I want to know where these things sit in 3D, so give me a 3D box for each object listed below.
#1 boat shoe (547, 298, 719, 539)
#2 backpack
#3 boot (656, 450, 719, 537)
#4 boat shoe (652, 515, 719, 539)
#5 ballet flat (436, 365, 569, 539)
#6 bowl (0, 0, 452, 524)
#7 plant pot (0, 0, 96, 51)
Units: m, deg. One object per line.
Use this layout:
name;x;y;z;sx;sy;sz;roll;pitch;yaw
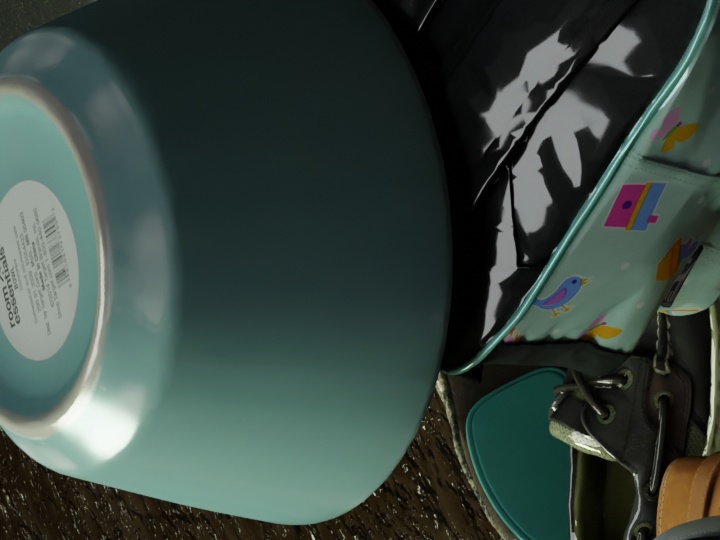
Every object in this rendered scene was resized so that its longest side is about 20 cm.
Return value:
boat shoe;0.108;0.061;0.946;0.072;0.065;0.203;-156;60;-65
backpack;0.074;-0.082;0.804;0.176;0.152;0.201;54;132;35
boot;0.163;0.076;0.852;0.155;0.076;0.202;-167;65;-67
boat shoe;0.175;0.105;0.735;0.198;0.060;0.076;-16;101;22
ballet flat;0.065;0.055;1.086;0.201;0.067;0.075;63;179;26
bowl;-0.071;-0.009;0.791;0.200;0.104;0.203;7;99;51
plant pot;-0.074;-0.137;1.047;0.178;0.199;0.200;61;155;12
